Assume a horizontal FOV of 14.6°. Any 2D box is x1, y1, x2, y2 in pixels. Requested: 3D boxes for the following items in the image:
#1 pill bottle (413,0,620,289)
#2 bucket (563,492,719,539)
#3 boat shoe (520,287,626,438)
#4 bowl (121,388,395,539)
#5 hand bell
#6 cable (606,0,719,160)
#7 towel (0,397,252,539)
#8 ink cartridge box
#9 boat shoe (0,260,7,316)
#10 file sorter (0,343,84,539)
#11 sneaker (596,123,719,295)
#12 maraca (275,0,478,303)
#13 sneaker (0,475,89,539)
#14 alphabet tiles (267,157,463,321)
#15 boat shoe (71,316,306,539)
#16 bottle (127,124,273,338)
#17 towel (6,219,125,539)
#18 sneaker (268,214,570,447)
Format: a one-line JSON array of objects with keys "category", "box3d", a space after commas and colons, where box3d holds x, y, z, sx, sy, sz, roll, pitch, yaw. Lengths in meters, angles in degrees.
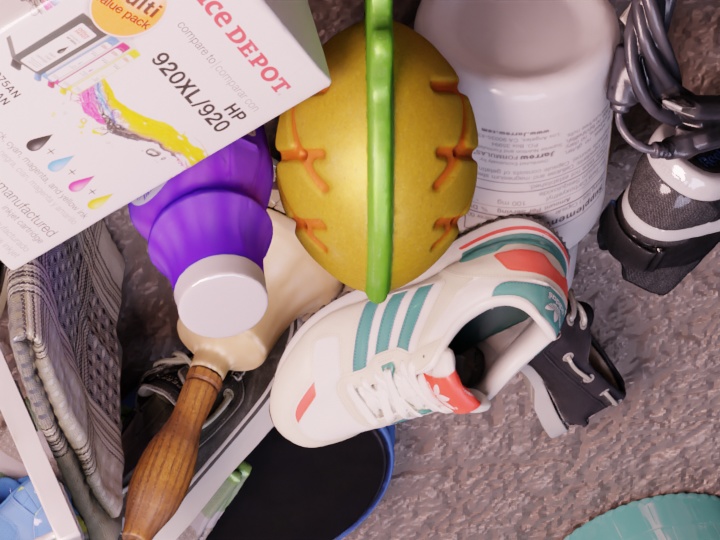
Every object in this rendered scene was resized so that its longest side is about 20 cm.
[{"category": "pill bottle", "box3d": [0.084, -0.068, 1.598, 0.114, 0.115, 0.200, -9, 138, -9]}, {"category": "bucket", "box3d": [0.222, 0.264, 1.992, 0.206, 0.135, 0.208, -9, 139, -8]}, {"category": "boat shoe", "box3d": [0.119, 0.038, 1.759, 0.060, 0.074, 0.200, -23, 141, 6]}, {"category": "bowl", "box3d": [-0.072, 0.126, 1.813, 0.200, 0.039, 0.201, -10, 139, -9]}, {"category": "hand bell", "box3d": [-0.093, 0.069, 1.603, 0.104, 0.200, 0.104, 18, 150, 11]}, {"category": "cable", "box3d": [0.206, -0.150, 1.559, 0.200, 0.051, 0.164, -16, 109, -43]}, {"category": "towel", "box3d": [-0.173, 0.157, 1.771, 0.149, 0.031, 0.200, 25, 132, -11]}, {"category": "ink cartridge box", "box3d": [-0.144, -0.132, 1.426, 0.200, 0.145, 0.147, -29, 137, 12]}, {"category": "boat shoe", "box3d": [-0.262, 0.030, 1.615, 0.063, 0.074, 0.201, 10, 137, -39]}, {"category": "file sorter", "box3d": [-0.229, 0.128, 1.568, 0.124, 0.139, 0.200, -24, 166, -8]}, {"category": "sneaker", "box3d": [0.206, -0.044, 1.665, 0.200, 0.073, 0.112, -12, 145, -50]}, {"category": "maraca", "box3d": [0.009, -0.078, 1.468, 0.107, 0.137, 0.201, -2, 122, -4]}, {"category": "sneaker", "box3d": [-0.208, 0.184, 1.756, 0.076, 0.105, 0.200, -28, 169, -38]}, {"category": "alphabet tiles", "box3d": [0.000, 0.000, 1.636, 0.200, 0.006, 0.166, 32, 149, -14]}, {"category": "boat shoe", "box3d": [-0.098, 0.083, 1.671, 0.071, 0.200, 0.064, 1, 135, 44]}, {"category": "bottle", "box3d": [-0.086, -0.051, 1.492, 0.065, 0.200, 0.084, 24, 125, -32]}, {"category": "towel", "box3d": [-0.158, 0.025, 1.558, 0.034, 0.193, 0.200, -10, 139, 4]}, {"category": "sneaker", "box3d": [0.030, 0.050, 1.554, 0.199, 0.094, 0.070, -31, 118, 18]}]
